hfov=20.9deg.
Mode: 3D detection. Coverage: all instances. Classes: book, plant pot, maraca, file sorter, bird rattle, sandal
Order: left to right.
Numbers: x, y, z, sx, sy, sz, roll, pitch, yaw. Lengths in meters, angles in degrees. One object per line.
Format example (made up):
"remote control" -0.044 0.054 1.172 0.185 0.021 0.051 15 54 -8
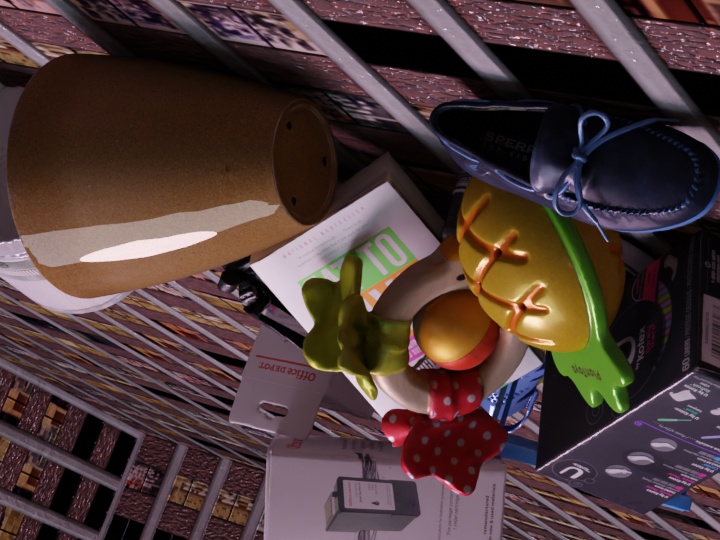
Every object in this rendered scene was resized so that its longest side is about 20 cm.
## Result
"plant pot" -0.124 -0.073 1.440 0.200 0.187 0.186 -1 158 29
"book" 0.028 0.026 1.489 0.200 0.134 0.048 49 -160 -23
"bird rattle" 0.058 0.064 1.433 0.200 0.163 0.113 43 -172 -25
"sandal" 0.147 0.110 1.950 0.079 0.087 0.200 20 166 15
"maraca" 0.133 0.007 1.351 0.200 0.107 0.137 65 168 -9
"file sorter" 0.196 0.120 1.737 0.200 0.123 0.139 18 180 -12

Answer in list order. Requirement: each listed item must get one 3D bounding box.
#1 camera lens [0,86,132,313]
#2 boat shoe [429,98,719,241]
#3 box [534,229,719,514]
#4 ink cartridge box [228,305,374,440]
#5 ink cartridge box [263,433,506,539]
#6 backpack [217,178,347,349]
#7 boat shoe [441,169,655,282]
"camera lens" -0.273 -0.059 1.734 0.160 0.160 0.200 17 168 20
"boat shoe" 0.125 -0.065 1.212 0.200 0.084 0.069 8 174 40
"box" 0.226 0.077 1.421 0.106 0.122 0.200 23 144 -20
"ink cartridge box" -0.029 0.062 1.754 0.117 0.200 0.067 9 163 46
"ink cartridge box" 0.020 0.193 1.679 0.200 0.084 0.146 4 180 1
"backpack" 0.000 0.000 1.573 0.200 0.127 0.167 29 -161 0
"boat shoe" 0.148 -0.006 1.473 0.199 0.068 0.074 28 166 -30
